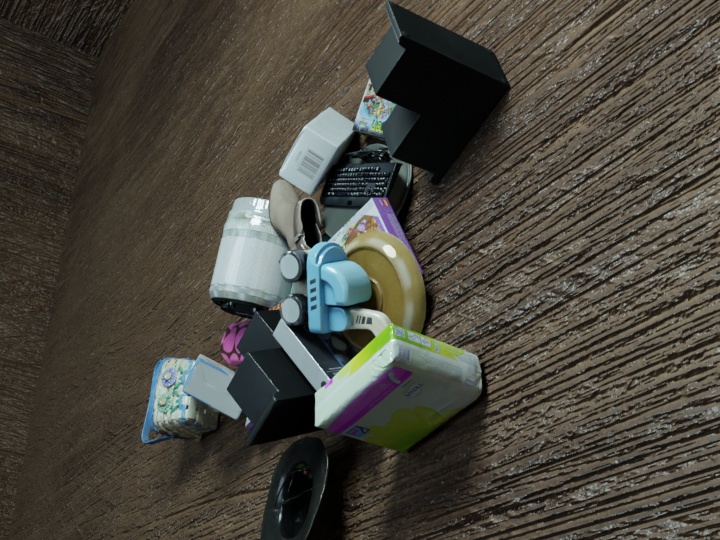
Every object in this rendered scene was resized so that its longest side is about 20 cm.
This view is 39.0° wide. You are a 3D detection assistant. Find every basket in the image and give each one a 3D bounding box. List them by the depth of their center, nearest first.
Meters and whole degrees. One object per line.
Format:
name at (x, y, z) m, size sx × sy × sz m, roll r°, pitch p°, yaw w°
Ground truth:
basket at (-0.375, 0.260, 2.090) m, size 0.198 × 0.138 × 0.180 m, roll -19°, pitch 58°, yaw 45°

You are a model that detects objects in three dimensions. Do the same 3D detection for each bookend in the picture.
bookend at (0.078, -0.255, 1.495) m, size 0.201 × 0.196 × 0.093 m, roll -54°, pitch 35°, yaw 32°
bookend at (-0.135, 0.152, 1.567) m, size 0.199 × 0.198 × 0.093 m, roll 47°, pitch 118°, yaw 27°

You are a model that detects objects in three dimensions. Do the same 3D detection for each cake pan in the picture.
cake pan at (0.005, -0.125, 1.689) m, size 0.199 × 0.036 × 0.203 m, roll -35°, pitch 39°, yaw 35°

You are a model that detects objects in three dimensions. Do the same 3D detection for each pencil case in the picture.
pencil case at (-0.194, 0.141, 1.883) m, size 0.199 × 0.090 × 0.095 m, roll -8°, pitch 58°, yaw 63°

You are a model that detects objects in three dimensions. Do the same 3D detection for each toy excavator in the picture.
toy excavator at (-0.015, 0.058, 1.492) m, size 0.197 × 0.099 × 0.199 m, roll 2°, pitch 96°, yaw 37°

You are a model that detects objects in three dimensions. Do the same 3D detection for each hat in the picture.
hat at (-0.078, 0.361, 1.557) m, size 0.200 × 0.080 × 0.203 m, roll -42°, pitch 33°, yaw 36°

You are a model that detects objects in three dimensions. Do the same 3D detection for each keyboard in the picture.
keyboard at (-0.008, -0.159, 1.661) m, size 0.199 × 0.039 × 0.106 m, roll 6°, pitch 71°, yaw 56°

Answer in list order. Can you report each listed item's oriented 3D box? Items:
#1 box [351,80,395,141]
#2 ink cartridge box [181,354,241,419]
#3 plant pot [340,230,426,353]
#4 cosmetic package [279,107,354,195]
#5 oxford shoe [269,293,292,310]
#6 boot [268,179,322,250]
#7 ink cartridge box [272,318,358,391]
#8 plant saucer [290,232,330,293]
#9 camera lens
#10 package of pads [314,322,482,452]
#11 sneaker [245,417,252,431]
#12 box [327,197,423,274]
box at (0.057, -0.273, 1.719) m, size 0.199 × 0.034 × 0.112 m, roll 27°, pitch 98°, yaw 62°
ink cartridge box at (-0.268, 0.214, 1.905) m, size 0.069 × 0.114 × 0.200 m, roll -62°, pitch 7°, yaw -5°
plant pot at (0.018, 0.042, 1.532) m, size 0.198 × 0.027 × 0.205 m, roll 5°, pitch 96°, yaw 46°
cosmetic package at (-0.071, -0.213, 1.785) m, size 0.103 × 0.073 × 0.200 m, roll -57°, pitch 3°, yaw 20°
oxford shoe at (-0.118, 0.077, 1.720) m, size 0.202 × 0.072 × 0.071 m, roll -60°, pitch 30°, yaw 20°
boot at (-0.105, -0.090, 1.755) m, size 0.146 × 0.069 × 0.204 m, roll 125°, pitch 130°, yaw -66°
ink cartridge box at (-0.039, 0.145, 1.512) m, size 0.200 × 0.098 × 0.040 m, roll 49°, pitch 122°, yaw 30°
plant saucer at (-0.063, 0.036, 1.761) m, size 0.199 × 0.035 × 0.204 m, roll -37°, pitch 44°, yaw 47°
camera lens at (-0.187, -0.016, 1.883) m, size 0.159 × 0.158 × 0.204 m, roll -7°, pitch 68°, yaw 60°
package of pads at (0.051, 0.163, 1.353) m, size 0.200 × 0.152 × 0.069 m, roll -45°, pitch 35°, yaw 42°
sneaker at (-0.148, 0.208, 1.773) m, size 0.200 × 0.074 × 0.101 m, roll -41°, pitch 41°, yaw 45°
box at (0.000, 0.000, 1.595) m, size 0.200 × 0.039 × 0.139 m, roll -42°, pitch 65°, yaw 39°
